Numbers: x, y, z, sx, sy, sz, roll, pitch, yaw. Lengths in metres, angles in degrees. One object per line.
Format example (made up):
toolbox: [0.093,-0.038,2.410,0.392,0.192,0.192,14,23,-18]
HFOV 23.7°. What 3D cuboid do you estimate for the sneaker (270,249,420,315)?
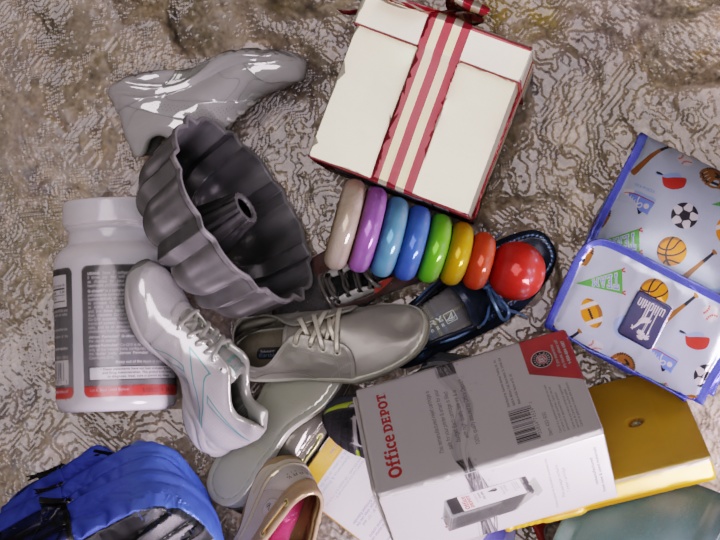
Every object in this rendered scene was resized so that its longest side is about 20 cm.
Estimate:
sneaker: [0.000,0.000,1.634,0.199,0.082,0.077,-28,83,3]

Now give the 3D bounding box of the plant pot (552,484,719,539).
plant pot: [0.239,0.268,1.539,0.134,0.200,0.201,24,89,17]

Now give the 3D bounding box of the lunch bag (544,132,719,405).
lunch bag: [0.283,0.002,1.571,0.170,0.124,0.200,27,79,11]

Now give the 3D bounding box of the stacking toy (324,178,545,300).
stacking toy: [0.071,-0.018,1.559,0.199,0.085,0.086,16,88,-2]

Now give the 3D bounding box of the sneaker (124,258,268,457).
sneaker: [-0.146,0.074,1.584,0.080,0.070,0.201,-19,104,41]

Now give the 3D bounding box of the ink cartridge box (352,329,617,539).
ink cartridge box: [0.106,0.150,1.493,0.199,0.147,0.083,-16,126,3]

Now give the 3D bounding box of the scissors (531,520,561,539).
scissors: [0.138,0.204,1.602,0.200,0.014,0.073,31,84,-14]

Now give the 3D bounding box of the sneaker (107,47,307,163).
sneaker: [-0.141,-0.158,1.674,0.199,0.078,0.100,-13,93,13]

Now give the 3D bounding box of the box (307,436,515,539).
box: [0.049,0.219,1.636,0.200,0.041,0.119,37,90,5]

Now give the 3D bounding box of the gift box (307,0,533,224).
gift box: [0.050,-0.164,1.591,0.199,0.185,0.187,22,90,1]

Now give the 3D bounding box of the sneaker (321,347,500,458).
sneaker: [0.062,0.122,1.605,0.199,0.081,0.074,-8,125,-4]

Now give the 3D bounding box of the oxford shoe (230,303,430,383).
oxford shoe: [-0.034,0.065,1.595,0.199,0.058,0.075,-7,59,17]

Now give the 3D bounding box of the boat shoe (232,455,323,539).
boat shoe: [-0.084,0.275,1.603,0.074,0.069,0.201,3,111,-33]

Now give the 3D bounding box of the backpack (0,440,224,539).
backpack: [-0.233,0.246,1.595,0.200,0.163,0.168,-28,43,7]

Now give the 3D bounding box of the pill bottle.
pill bottle: [-0.235,0.034,1.641,0.115,0.116,0.201,-2,86,6]

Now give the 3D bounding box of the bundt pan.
bundt pan: [-0.134,-0.040,1.599,0.076,0.202,0.202,-32,83,21]

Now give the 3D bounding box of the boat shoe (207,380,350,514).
boat shoe: [-0.065,0.146,1.642,0.072,0.060,0.202,36,88,39]

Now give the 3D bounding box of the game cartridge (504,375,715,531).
game cartridge: [0.207,0.162,1.560,0.199,0.176,0.033,-16,113,6]

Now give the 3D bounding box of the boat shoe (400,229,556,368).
boat shoe: [0.103,0.035,1.627,0.200,0.069,0.084,-40,83,2]
